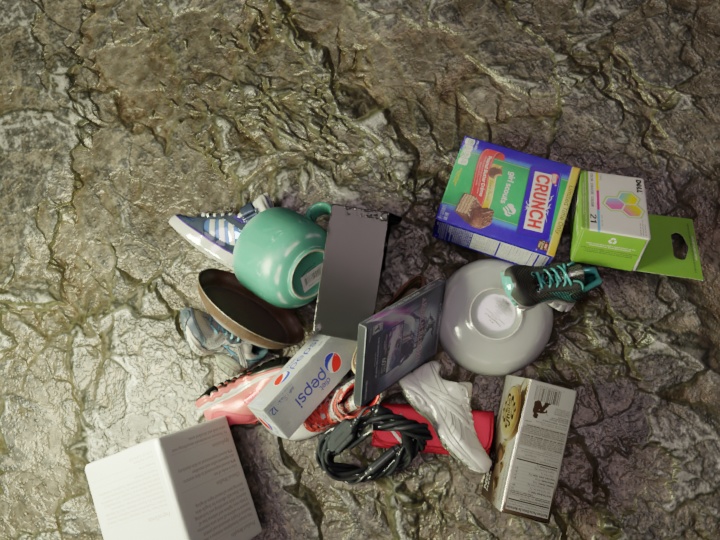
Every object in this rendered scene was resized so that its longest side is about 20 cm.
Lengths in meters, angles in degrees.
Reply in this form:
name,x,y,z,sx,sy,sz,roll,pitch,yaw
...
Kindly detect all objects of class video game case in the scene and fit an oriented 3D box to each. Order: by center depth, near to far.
name,x,y,z,sx,sy,sz,roll,pitch,yaw
video game case,0.063,0.108,0.991,0.019,0.200,0.143,25,124,35

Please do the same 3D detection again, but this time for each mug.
name,x,y,z,sx,sy,sz,roll,pitch,yaw
mug,-0.110,-0.029,1.054,0.114,0.152,0.185,29,100,38

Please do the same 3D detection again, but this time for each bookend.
name,x,y,z,sx,sy,sz,roll,pitch,yaw
bookend,0.000,0.000,1.050,0.092,0.199,0.201,9,93,8

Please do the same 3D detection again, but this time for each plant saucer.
name,x,y,z,sx,sy,sz,roll,pitch,yaw
plant saucer,-0.183,0.067,1.050,0.200,0.200,0.032,39,103,11

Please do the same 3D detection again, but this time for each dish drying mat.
name,x,y,z,sx,sy,sz,roll,pitch,yaw
dish drying mat,0.120,0.265,1.066,0.199,0.018,0.077,3,81,8

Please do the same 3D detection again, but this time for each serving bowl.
name,x,y,z,sx,sy,sz,roll,pitch,yaw
serving bowl,0.221,0.074,1.059,0.199,0.066,0.201,-1,81,6

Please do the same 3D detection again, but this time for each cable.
name,x,y,z,sx,sy,sz,roll,pitch,yaw
cable,0.019,0.279,1.019,0.163,0.200,0.051,13,41,-26

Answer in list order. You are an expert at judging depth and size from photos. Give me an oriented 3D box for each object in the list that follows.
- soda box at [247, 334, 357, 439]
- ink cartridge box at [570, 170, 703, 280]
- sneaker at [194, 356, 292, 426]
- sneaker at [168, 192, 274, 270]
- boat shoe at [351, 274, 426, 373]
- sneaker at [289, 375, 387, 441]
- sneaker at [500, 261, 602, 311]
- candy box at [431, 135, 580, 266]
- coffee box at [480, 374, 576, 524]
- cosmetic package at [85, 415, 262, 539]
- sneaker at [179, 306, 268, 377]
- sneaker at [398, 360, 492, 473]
name,x,y,z,sx,sy,sz,roll,pitch,yaw
soda box,-0.084,0.172,1.035,0.200,0.063,0.068,-47,111,-27
ink cartridge box,0.442,-0.074,1.016,0.199,0.076,0.148,9,48,9
sneaker,-0.177,0.214,1.097,0.200,0.074,0.087,-24,95,6
sneaker,-0.223,-0.087,1.140,0.200,0.081,0.147,30,78,14
boat shoe,0.050,0.085,1.036,0.072,0.072,0.200,28,58,26
sneaker,-0.049,0.224,1.046,0.201,0.108,0.067,-26,85,3
sneaker,0.298,0.013,0.993,0.091,0.200,0.078,-36,62,42
candy box,0.240,-0.111,1.066,0.200,0.077,0.169,19,71,8
coffee box,0.258,0.271,0.995,0.080,0.113,0.201,15,84,-3
cosmetic package,-0.291,0.361,1.007,0.166,0.167,0.200,-24,79,23
sneaker,-0.219,0.101,1.047,0.086,0.200,0.078,-25,58,7
sneaker,0.153,0.227,1.026,0.099,0.078,0.200,-37,76,-8
